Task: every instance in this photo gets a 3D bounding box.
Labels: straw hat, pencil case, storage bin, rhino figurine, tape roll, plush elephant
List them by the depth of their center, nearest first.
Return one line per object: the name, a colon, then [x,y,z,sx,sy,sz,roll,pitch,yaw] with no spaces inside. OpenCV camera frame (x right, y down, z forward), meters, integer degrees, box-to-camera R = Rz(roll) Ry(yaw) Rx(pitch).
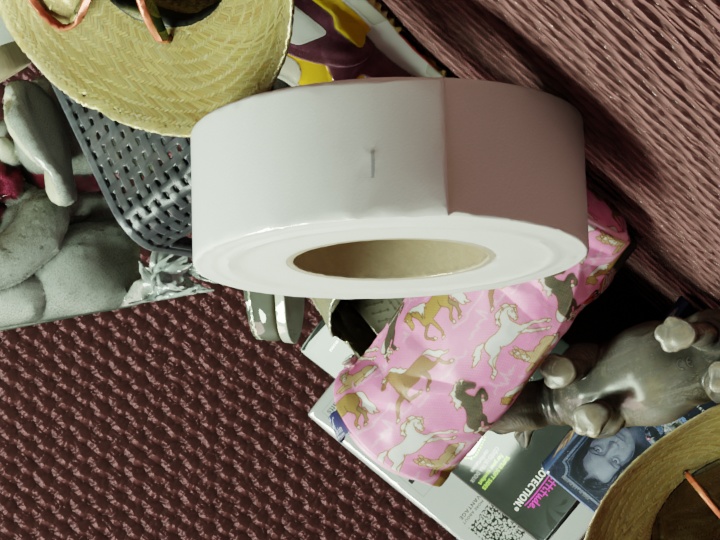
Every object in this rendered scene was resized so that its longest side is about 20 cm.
tape roll: [0.014,-0.038,1.471,0.202,0.071,0.202,-1,168,0]
straw hat: [-0.095,-0.173,1.525,0.201,0.201,0.085,38,-142,16]
pencil case: [0.066,0.025,1.637,0.086,0.200,0.083,32,-162,-21]
rhino figurine: [0.139,0.068,1.691,0.087,0.200,0.060,-7,-99,-65]
straw hat: [0.204,0.134,1.703,0.201,0.201,0.085,41,-172,-33]
storage bin: [-0.104,-0.114,1.707,0.135,0.094,0.200,11,-133,-60]
plush elephant: [-0.190,-0.048,1.747,0.165,0.200,0.155,-7,-92,-67]

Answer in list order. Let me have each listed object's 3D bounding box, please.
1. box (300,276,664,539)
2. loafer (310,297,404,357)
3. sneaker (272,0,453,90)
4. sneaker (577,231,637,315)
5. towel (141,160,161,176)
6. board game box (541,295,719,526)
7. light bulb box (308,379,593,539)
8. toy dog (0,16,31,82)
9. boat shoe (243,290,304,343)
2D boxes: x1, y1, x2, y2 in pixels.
box: [0.093,0.049,1.878,0.200,0.124,0.149,39,-156,6]
loafer: [0.000,0.000,1.779,0.200,0.076,0.068,47,-155,16]
sneaker: [0.002,-0.092,1.664,0.200,0.090,0.075,42,176,-33]
sneaker: [0.071,-0.018,1.756,0.067,0.108,0.201,42,176,-38]
towel: [-0.166,-0.178,1.881,0.153,0.023,0.200,66,-170,-48]
board game box: [0.228,0.131,1.769,0.200,0.136,0.035,39,-176,-5]
light bulb box: [0.103,0.088,2.026,0.200,0.198,0.125,40,-179,4]
toy dog: [-0.180,-0.169,1.611,0.132,0.200,0.096,40,-159,-2]
boat shoe: [-0.077,-0.045,1.956,0.072,0.060,0.202,59,-158,-73]
